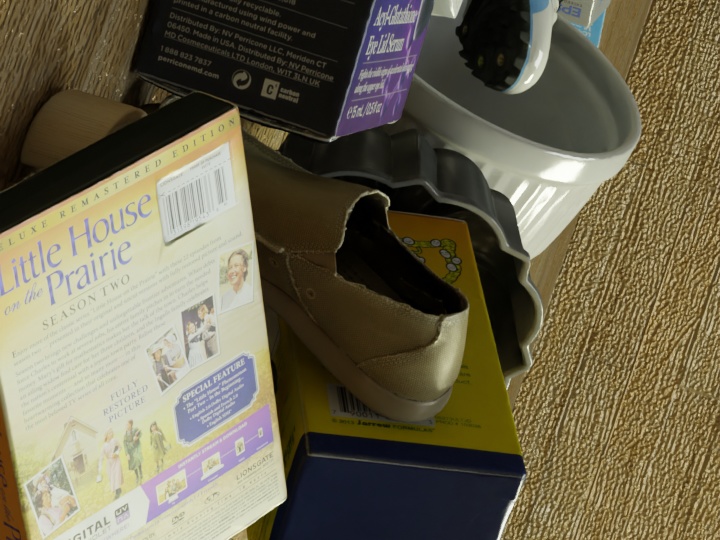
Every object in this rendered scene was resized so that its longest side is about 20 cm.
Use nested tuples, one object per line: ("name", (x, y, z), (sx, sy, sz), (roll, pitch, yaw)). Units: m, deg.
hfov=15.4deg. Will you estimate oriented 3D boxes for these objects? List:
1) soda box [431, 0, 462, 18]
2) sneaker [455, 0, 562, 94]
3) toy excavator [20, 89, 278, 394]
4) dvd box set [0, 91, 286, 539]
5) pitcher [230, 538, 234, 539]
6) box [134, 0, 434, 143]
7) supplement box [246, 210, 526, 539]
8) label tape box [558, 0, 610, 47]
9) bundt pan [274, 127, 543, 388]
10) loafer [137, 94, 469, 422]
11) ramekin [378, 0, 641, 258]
("soda box", (0.045, -0.228, 1.421), (0.068, 0.063, 0.201), (78, 26, -48))
("sneaker", (0.094, -0.162, 1.517), (0.072, 0.072, 0.200), (-57, -161, 31))
("toy excavator", (-0.112, 0.034, 1.183), (0.200, 0.099, 0.196), (33, 75, -71))
("dvd box set", (-0.100, 0.043, 1.114), (0.146, 0.029, 0.201), (-32, 129, -36))
("pitcher", (-0.120, 0.231, 1.460), (0.172, 0.121, 0.201), (-102, -143, -68))
("box", (-0.015, -0.174, 1.266), (0.148, 0.104, 0.201), (-30, 138, -74))
("supplement box", (0.003, 0.069, 1.312), (0.201, 0.109, 0.109), (-100, -158, -51))
("label tape box", (0.091, -0.214, 1.656), (0.201, 0.143, 0.063), (98, 14, -46))
("bundt pan", (0.000, 0.000, 1.451), (0.076, 0.200, 0.203), (-86, -175, -49))
("loafer", (-0.024, -0.018, 1.230), (0.068, 0.200, 0.076), (-52, 175, 32))
("ramekin", (0.053, -0.089, 1.545), (0.105, 0.200, 0.200), (-59, 177, 28))
